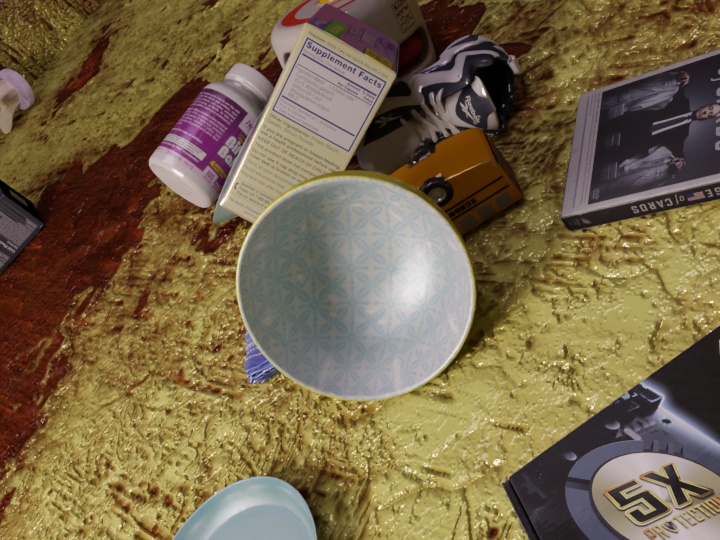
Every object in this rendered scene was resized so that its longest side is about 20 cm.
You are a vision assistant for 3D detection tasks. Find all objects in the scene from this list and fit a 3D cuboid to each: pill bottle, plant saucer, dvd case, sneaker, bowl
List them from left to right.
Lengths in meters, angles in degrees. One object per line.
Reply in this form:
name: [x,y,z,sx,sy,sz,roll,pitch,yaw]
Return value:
pill bottle: [-0.208,-0.201,1.141,0.112,0.112,0.201,15,67,52]
plant saucer: [-0.105,0.269,0.638,0.199,0.027,0.201,-28,38,24]
plant saucer: [-0.127,-0.142,1.010,0.202,0.039,0.201,-61,4,7]
bowl: [0.000,0.000,0.676,0.200,0.200,0.108,-33,16,18]
sneaker: [0.088,-0.166,0.822,0.199,0.080,0.130,-36,26,-3]
dvd case: [0.267,-0.115,0.633,0.199,0.025,0.151,-13,47,39]

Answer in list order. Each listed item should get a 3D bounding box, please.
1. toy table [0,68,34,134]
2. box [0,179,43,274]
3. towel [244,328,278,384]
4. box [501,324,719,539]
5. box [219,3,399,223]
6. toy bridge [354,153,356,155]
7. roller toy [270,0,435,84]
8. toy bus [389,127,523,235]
toy table: [-1.076,-0.518,2.336,0.199,0.184,0.117,-8,32,53]
box: [-0.774,-0.082,1.624,0.182,0.104,0.200,-51,35,-5]
towel: [-0.075,0.020,0.858,0.144,0.024,0.201,-34,36,16]
box: [0.200,0.132,0.401,0.200,0.086,0.164,-38,35,11]
box: [-0.048,-0.156,0.811,0.201,0.096,0.176,-59,9,23]
toy bridge: [-0.026,-0.172,0.995,0.067,0.027,0.200,-56,36,-9]
roller toy: [-0.008,-0.281,0.955,0.199,0.140,0.183,-25,29,3]
toy bus: [0.049,-0.055,0.754,0.199,0.078,0.065,-33,38,19]
